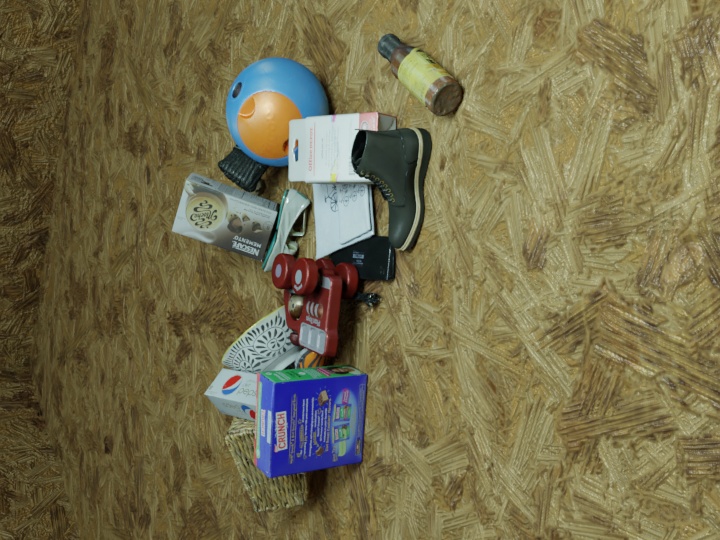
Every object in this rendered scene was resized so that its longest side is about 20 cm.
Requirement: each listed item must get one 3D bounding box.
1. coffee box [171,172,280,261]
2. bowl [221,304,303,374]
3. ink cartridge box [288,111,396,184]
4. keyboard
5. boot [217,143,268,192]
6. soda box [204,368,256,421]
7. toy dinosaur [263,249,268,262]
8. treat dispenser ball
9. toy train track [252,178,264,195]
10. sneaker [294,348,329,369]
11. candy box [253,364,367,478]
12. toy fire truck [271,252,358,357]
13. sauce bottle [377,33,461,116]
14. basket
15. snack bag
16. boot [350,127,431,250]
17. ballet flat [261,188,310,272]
[{"bbox_3d":[-0.275,-0.110,1.740,0.080,0.196,0.115,-96,27,-73],"label":"coffee box"},{"bbox_3d":[-0.171,0.161,1.684,0.095,0.199,0.201,50,135,11],"label":"bowl"},{"bbox_3d":[-0.035,-0.213,1.493,0.197,0.067,0.119,4,94,35],"label":"ink cartridge box"},{"bbox_3d":[0.000,0.000,1.543,0.199,0.020,0.130,6,90,57],"label":"keyboard"},{"bbox_3d":[-0.247,-0.268,1.794,0.159,0.079,0.211,-52,41,0],"label":"boot"},{"bbox_3d":[-0.209,0.242,1.611,0.198,0.069,0.064,2,137,46],"label":"soda box"},{"bbox_3d":[-0.257,-0.122,1.815,0.134,0.086,0.202,9,141,41],"label":"toy dinosaur"},{"bbox_3d":[-0.158,-0.303,1.614,0.199,0.197,0.206,2,92,56],"label":"treat dispenser ball"},{"bbox_3d":[-0.275,-0.144,1.940,0.200,0.032,0.117,-48,52,47],"label":"toy train track"},{"bbox_3d":[-0.083,0.227,1.636,0.113,0.076,0.202,60,145,29],"label":"sneaker"},{"bbox_3d":[-0.091,0.268,1.523,0.076,0.197,0.173,13,101,54],"label":"candy box"},{"bbox_3d":[-0.094,0.062,1.556,0.199,0.110,0.172,11,94,58],"label":"toy fire truck"},{"bbox_3d":[0.089,-0.324,1.361,0.201,0.065,0.067,54,132,39],"label":"sauce bottle"},{"bbox_3d":[-0.166,0.353,1.690,0.150,0.140,0.204,-78,-27,-64],"label":"basket"},{"bbox_3d":[-0.040,-0.135,1.584,0.199,0.021,0.193,-21,69,53],"label":"snack bag"},{"bbox_3d":[0.035,-0.135,1.382,0.077,0.136,0.205,18,107,53],"label":"boot"},{"bbox_3d":[-0.150,-0.071,1.727,0.070,0.068,0.203,52,132,42],"label":"ballet flat"}]
